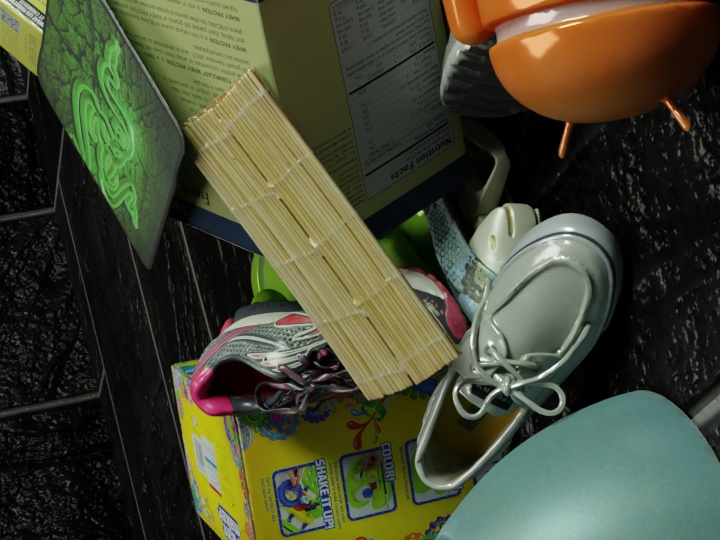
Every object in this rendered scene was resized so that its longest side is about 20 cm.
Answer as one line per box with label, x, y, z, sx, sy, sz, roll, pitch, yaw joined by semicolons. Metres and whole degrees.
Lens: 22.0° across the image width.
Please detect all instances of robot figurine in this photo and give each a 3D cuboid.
robot figurine;0.000;0.000;1.297;0.116;0.175;0.200;48;154;-19
robot figurine;0.108;-0.158;0.892;0.117;0.144;0.200;-46;-55;-89

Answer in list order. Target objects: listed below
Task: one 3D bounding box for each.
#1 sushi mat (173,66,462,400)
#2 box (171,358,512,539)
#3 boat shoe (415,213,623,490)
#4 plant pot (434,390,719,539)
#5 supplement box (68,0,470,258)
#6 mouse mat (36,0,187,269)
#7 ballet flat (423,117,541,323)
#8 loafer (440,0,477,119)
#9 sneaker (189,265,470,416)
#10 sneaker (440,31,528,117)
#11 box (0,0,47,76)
sushi mat;-0.026;-0.016;1.050;0.200;0.012;0.096;54;141;-6
box;-0.015;0.121;1.340;0.200;0.193;0.122;-158;58;-71
boat shoe;0.082;0.058;1.072;0.202;0.075;0.086;-56;2;38
plant pot;0.117;0.178;1.037;0.200;0.135;0.200;170;90;-73
supplement box;-0.060;-0.133;1.128;0.200;0.134;0.200;22;135;43
mouse mat;-0.158;-0.100;1.151;0.161;0.008;0.200;58;159;14
ballet flat;0.078;-0.034;1.167;0.074;0.074;0.200;100;150;-50
loafer;0.064;-0.181;1.111;0.063;0.072;0.200;-141;45;-57
sneaker;-0.018;0.057;1.178;0.200;0.075;0.081;-16;110;34
sneaker;0.093;-0.169;1.047;0.200;0.075;0.082;111;158;-46
box;-0.165;-0.223;1.277;0.050;0.200;0.075;40;160;5
